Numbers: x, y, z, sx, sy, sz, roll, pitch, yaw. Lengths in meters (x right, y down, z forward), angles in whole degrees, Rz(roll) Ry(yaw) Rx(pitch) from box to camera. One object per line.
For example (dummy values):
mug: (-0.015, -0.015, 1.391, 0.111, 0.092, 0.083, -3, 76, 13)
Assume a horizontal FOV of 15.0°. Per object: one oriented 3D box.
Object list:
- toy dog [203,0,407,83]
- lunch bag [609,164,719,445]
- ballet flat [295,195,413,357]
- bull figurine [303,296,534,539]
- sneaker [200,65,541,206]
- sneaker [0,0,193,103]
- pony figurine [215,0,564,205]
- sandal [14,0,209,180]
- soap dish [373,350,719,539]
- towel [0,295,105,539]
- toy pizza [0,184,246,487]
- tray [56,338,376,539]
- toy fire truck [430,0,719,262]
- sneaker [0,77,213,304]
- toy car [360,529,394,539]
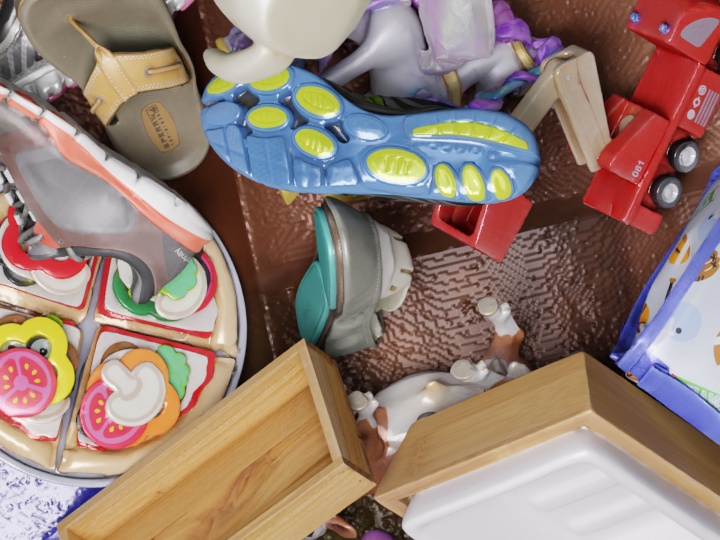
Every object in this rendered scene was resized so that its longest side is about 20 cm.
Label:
toy dog: (-0.044, -0.221, 1.543, 0.139, 0.200, 0.195, 3, 128, -35)
lunch bag: (0.254, 0.033, 1.612, 0.170, 0.124, 0.200, 35, 54, -3)
ballet flat: (0.000, 0.000, 1.606, 0.063, 0.200, 0.068, -9, 74, -8)
bull figurine: (0.024, 0.094, 1.659, 0.199, 0.122, 0.065, -23, 53, -7)
sneaker: (0.004, -0.070, 1.556, 0.198, 0.083, 0.071, 10, 84, 6)
sneaker: (-0.171, -0.166, 1.650, 0.199, 0.074, 0.088, -33, 99, 6)
pony figurine: (0.021, -0.140, 1.632, 0.199, 0.167, 0.194, -25, 125, -3)
sandal: (-0.135, -0.109, 1.604, 0.080, 0.200, 0.054, -25, 51, 3)
soap dish: (0.130, 0.132, 1.605, 0.157, 0.200, 0.082, -25, 49, 32)
towel: (-0.224, 0.075, 1.680, 0.148, 0.050, 0.200, -43, 92, -5)
toy pizza: (-0.163, 0.030, 1.648, 0.199, 0.032, 0.202, 4, 77, -16)
tray: (-0.086, 0.138, 1.594, 0.200, 0.099, 0.037, -37, 135, 17)
toy fire truck: (0.140, -0.090, 1.635, 0.141, 0.049, 0.201, 24, 94, -38)
sneaker: (-0.184, -0.048, 1.601, 0.199, 0.077, 0.082, 35, 92, -12)
toy car: (-0.017, 0.227, 1.625, 0.198, 0.175, 0.151, 8, 90, -1)
